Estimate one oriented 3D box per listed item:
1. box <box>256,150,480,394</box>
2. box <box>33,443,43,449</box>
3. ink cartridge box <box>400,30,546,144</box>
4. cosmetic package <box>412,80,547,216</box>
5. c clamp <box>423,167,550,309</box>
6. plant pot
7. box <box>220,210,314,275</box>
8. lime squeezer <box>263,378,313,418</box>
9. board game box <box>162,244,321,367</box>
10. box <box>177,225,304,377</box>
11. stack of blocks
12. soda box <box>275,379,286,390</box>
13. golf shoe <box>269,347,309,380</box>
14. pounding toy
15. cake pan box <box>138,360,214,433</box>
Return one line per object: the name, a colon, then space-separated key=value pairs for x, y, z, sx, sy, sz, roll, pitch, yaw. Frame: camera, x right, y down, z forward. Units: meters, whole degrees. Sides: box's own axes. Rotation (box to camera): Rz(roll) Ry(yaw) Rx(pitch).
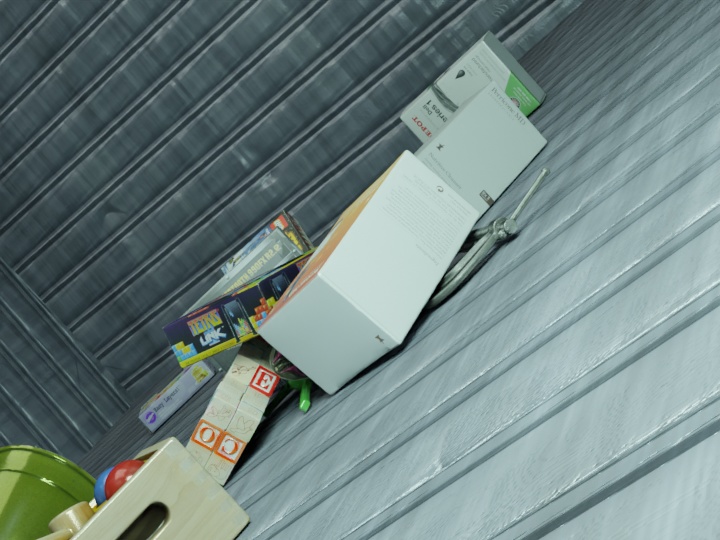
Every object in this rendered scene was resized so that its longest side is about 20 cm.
box: x=0.009 y=0.002 z=1.288 sx=0.152 sy=0.106 sz=0.200 roll=-41 pitch=11 yaw=51
box: x=-0.794 y=0.534 z=2.969 sx=0.200 sy=0.148 sz=0.104 roll=-44 pitch=5 yaw=-19
ink cartridge box: x=0.187 y=-0.276 z=2.089 sx=0.200 sy=0.146 sz=0.084 roll=-41 pitch=7 yaw=26
cosmetic package: x=0.131 y=-0.132 z=1.570 sx=0.200 sy=0.113 sz=0.081 roll=-48 pitch=8 yaw=-28
c clamp: x=0.112 y=-0.019 z=1.299 sx=0.171 sy=0.027 sz=0.200 roll=-51 pitch=8 yaw=-16
plant pot: x=-0.457 y=0.373 z=1.656 sx=0.200 sy=0.200 sz=0.193 roll=-38 pitch=19 yaw=40
box: x=-0.114 y=0.023 z=1.859 sx=0.137 sy=0.200 sz=0.040 roll=-42 pitch=-39 yaw=11
lime squeezer: x=-0.070 y=0.134 z=1.432 sx=0.200 sy=0.037 sz=0.071 roll=154 pitch=130 yaw=-71
board game box: x=-0.106 y=0.031 z=1.451 sx=0.165 sy=0.057 sz=0.200 roll=-23 pitch=5 yaw=36
box: x=-0.135 y=0.063 z=1.745 sx=0.200 sy=0.158 sz=0.048 roll=-44 pitch=5 yaw=1
stack of blocks: x=-0.140 y=0.153 z=1.433 sx=0.116 sy=0.058 sz=0.200 roll=-62 pitch=2 yaw=11
soda box: x=-0.093 y=0.102 z=1.620 sx=0.068 sy=0.064 sz=0.200 roll=-51 pitch=8 yaw=-27
golf shoe: x=-0.024 y=0.066 z=1.407 sx=0.200 sy=0.073 sz=0.092 roll=-35 pitch=-5 yaw=-28
pounding toy: x=-0.226 y=0.241 z=1.094 sx=0.200 sy=0.142 sz=0.184 roll=-45 pitch=5 yaw=-23
cake pan box: x=-0.396 y=0.261 z=2.699 sx=0.184 sy=0.052 sz=0.200 roll=-41 pitch=5 yaw=-4
